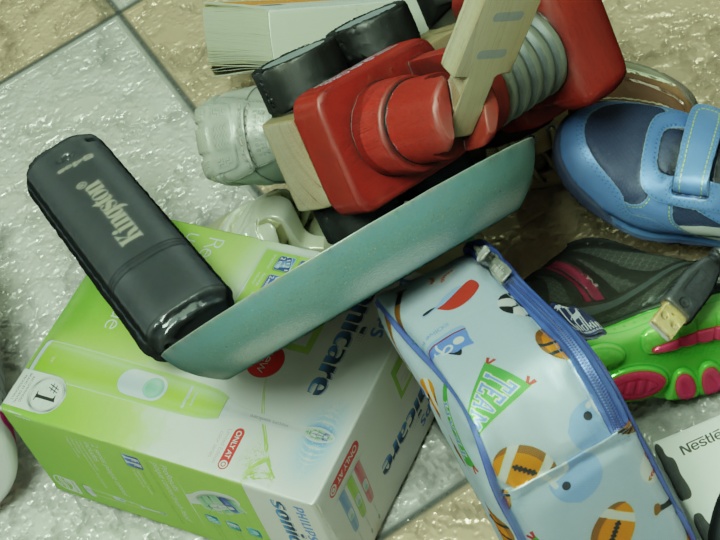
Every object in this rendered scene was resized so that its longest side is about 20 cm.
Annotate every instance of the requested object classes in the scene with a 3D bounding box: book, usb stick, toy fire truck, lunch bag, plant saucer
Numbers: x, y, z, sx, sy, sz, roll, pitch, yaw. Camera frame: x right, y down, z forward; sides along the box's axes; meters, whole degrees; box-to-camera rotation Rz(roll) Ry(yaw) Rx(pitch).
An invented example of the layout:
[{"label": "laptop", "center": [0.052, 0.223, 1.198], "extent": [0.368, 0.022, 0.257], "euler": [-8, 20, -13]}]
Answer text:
[{"label": "book", "center": [-0.012, -0.147, 0.940], "extent": [0.132, 0.049, 0.200], "euler": [-9, 10, -14]}, {"label": "usb stick", "center": [-0.130, -0.017, 0.856], "extent": [0.055, 0.033, 0.200], "euler": [-37, 43, -7]}, {"label": "toy fire truck", "center": [0.062, -0.108, 0.741], "extent": [0.175, 0.130, 0.199], "euler": [-32, 15, -31]}, {"label": "lunch bag", "center": [0.082, 0.084, 0.696], "extent": [0.075, 0.201, 0.160], "euler": [-29, 26, -4]}, {"label": "plant saucer", "center": [0.000, 0.000, 0.727], "extent": [0.199, 0.200, 0.028], "euler": [-30, 90, -7]}]

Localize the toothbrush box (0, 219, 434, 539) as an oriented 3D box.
[{"label": "toothbrush box", "center": [-0.069, 0.063, 0.850], "extent": [0.198, 0.086, 0.146], "euler": [14, 57, 26]}]

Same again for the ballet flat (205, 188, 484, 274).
[{"label": "ballet flat", "center": [-0.023, -0.021, 0.916], "extent": [0.198, 0.070, 0.070], "euler": [1, 52, 20]}]

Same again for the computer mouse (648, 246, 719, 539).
[{"label": "computer mouse", "center": [0.187, 0.048, 0.705], "extent": [0.140, 0.046, 0.201], "euler": [20, 61, 30]}]

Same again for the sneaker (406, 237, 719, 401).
[{"label": "sneaker", "center": [0.109, 0.029, 0.812], "extent": [0.198, 0.077, 0.084], "euler": [0, 31, -16]}]

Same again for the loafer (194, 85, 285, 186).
[{"label": "loafer", "center": [-0.024, -0.082, 0.907], "extent": [0.069, 0.071, 0.200], "euler": [-7, 9, 24]}]

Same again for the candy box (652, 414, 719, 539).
[{"label": "candy box", "center": [0.247, 0.136, 0.691], "extent": [0.167, 0.072, 0.201], "euler": [-23, 48, -1]}]

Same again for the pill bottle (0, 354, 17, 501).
[{"label": "pill bottle", "center": [-0.268, 0.047, 0.912], "extent": [0.112, 0.114, 0.201], "euler": [-22, 48, 1]}]

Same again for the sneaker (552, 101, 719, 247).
[{"label": "sneaker", "center": [0.199, -0.048, 0.809], "extent": [0.198, 0.082, 0.074], "euler": [18, 66, 0]}]

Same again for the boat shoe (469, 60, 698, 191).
[{"label": "boat shoe", "center": [0.099, -0.074, 0.910], "extent": [0.198, 0.076, 0.072], "euler": [-1, 40, 31]}]
